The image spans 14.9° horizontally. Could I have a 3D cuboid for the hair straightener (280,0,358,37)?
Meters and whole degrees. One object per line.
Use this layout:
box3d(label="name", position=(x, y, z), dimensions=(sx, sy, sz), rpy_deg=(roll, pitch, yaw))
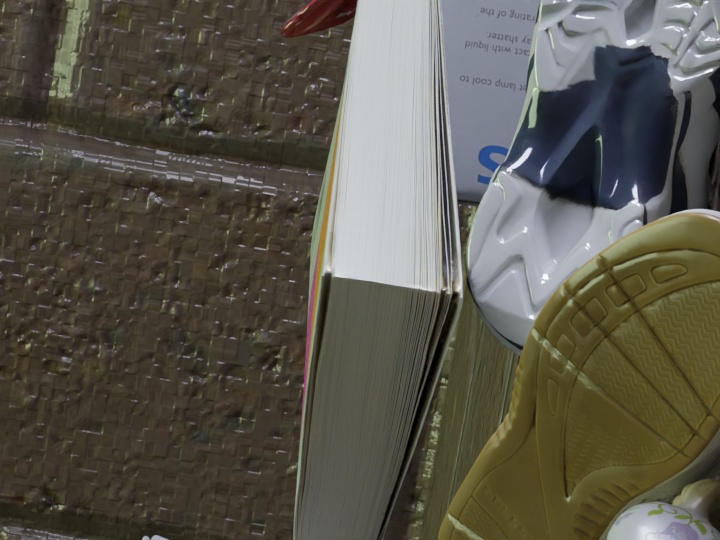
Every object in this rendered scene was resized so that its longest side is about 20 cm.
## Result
box3d(label="hair straightener", position=(-0.012, -0.143, 1.144), dimensions=(0.041, 0.077, 0.200), rpy_deg=(-41, -3, 22))

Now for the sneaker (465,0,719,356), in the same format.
box3d(label="sneaker", position=(0.101, -0.049, 0.998), dimensions=(0.130, 0.079, 0.200), rpy_deg=(69, -143, -72))

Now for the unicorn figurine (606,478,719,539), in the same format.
box3d(label="unicorn figurine", position=(0.074, 0.125, 0.808), dimensions=(0.200, 0.074, 0.138), rpy_deg=(-71, 3, -55))

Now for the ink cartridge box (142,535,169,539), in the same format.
box3d(label="ink cartridge box", position=(-0.002, 0.180, 1.014), dimensions=(0.146, 0.199, 0.084), rpy_deg=(-86, 14, -81))

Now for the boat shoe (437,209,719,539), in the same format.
box3d(label="boat shoe", position=(0.092, 0.045, 0.906), dimensions=(0.069, 0.071, 0.200), rpy_deg=(-21, -26, -39))

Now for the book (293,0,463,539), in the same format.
box3d(label="book", position=(0.000, 0.000, 1.026), dimensions=(0.200, 0.048, 0.134), rpy_deg=(-89, 10, -54))

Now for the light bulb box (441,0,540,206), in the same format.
box3d(label="light bulb box", position=(0.090, -0.124, 1.184), dimensions=(0.198, 0.124, 0.201), rpy_deg=(-96, 14, -86))
